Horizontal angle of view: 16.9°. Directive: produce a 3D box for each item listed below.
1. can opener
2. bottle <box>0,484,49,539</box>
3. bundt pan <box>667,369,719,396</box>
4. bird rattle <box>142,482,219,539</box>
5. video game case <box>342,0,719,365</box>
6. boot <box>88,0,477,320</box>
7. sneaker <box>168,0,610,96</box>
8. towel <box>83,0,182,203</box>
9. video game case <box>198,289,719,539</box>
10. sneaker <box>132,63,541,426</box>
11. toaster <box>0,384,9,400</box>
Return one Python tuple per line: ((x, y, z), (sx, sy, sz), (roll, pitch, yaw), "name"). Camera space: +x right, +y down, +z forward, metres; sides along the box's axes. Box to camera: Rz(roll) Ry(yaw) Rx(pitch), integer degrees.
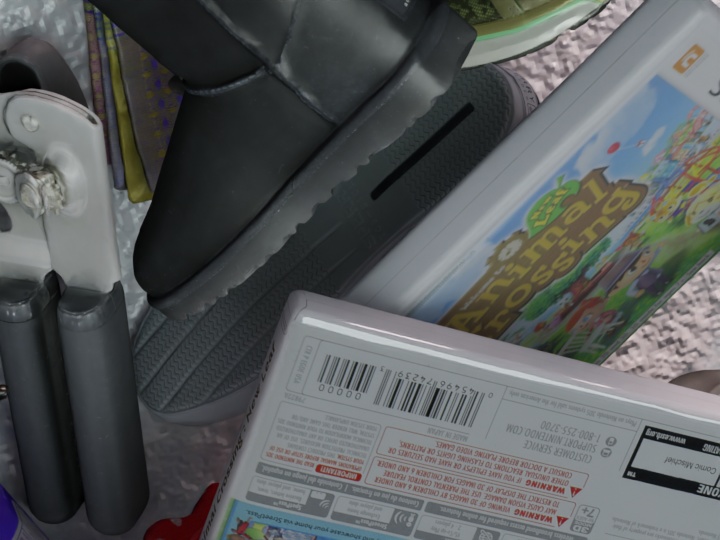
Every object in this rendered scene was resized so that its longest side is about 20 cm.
((-0.109, 0.011, 0.924), (0.053, 0.066, 0.200), (9, 123, 19), "can opener")
((-0.165, 0.119, 0.948), (0.083, 0.065, 0.200), (-36, 119, -1), "bottle")
((0.144, 0.130, 0.984), (0.076, 0.202, 0.202), (10, 109, -29), "bundt pan")
((-0.041, 0.190, 0.969), (0.163, 0.112, 0.200), (-54, 144, -41), "bird rattle")
((0.085, -0.012, 0.928), (0.200, 0.022, 0.182), (-44, 154, 12), "video game case")
((-0.086, -0.094, 0.803), (0.200, 0.066, 0.165), (39, 123, -14), "boot")
((0.015, -0.118, 0.846), (0.200, 0.077, 0.089), (-11, 113, 16), "sneaker")
((-0.035, -0.129, 0.911), (0.143, 0.023, 0.200), (-10, 116, -15), "towel")
((0.041, 0.110, 0.888), (0.200, 0.022, 0.182), (14, 115, -14), "video game case")
((0.000, 0.000, 0.947), (0.200, 0.073, 0.071), (-36, 147, 17), "sneaker")
((-0.193, -0.031, 0.811), (0.118, 0.181, 0.200), (-11, 117, -8), "toaster")
